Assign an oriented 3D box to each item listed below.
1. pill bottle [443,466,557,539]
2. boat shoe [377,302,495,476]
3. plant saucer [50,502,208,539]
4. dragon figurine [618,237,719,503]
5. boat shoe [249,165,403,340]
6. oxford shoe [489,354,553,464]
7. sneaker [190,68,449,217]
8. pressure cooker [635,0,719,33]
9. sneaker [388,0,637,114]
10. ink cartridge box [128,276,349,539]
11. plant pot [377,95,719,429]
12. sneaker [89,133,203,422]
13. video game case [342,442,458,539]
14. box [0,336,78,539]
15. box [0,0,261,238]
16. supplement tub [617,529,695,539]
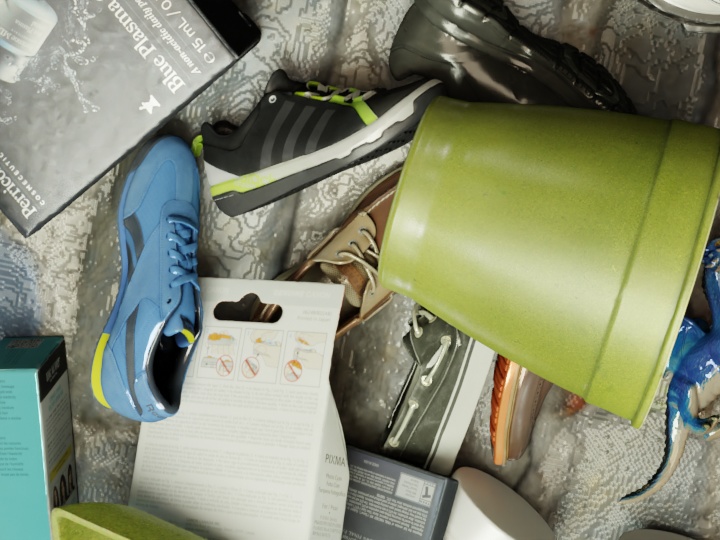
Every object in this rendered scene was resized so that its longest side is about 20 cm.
[{"bbox_3d":[0.051,0.252,1.303,0.113,0.114,0.201,35,104,-5],"label":"pill bottle"},{"bbox_3d":[0.063,0.053,1.272,0.063,0.071,0.202,17,107,-2],"label":"boat shoe"},{"bbox_3d":[-0.112,0.247,1.223,0.198,0.048,0.201,20,135,18],"label":"plant saucer"},{"bbox_3d":[0.232,0.067,1.260,0.099,0.059,0.201,45,111,28],"label":"dragon figurine"},{"bbox_3d":[0.000,0.000,1.261,0.076,0.072,0.200,44,103,-7],"label":"boat shoe"},{"bbox_3d":[0.141,0.050,1.267,0.072,0.071,0.202,15,105,-4],"label":"oxford shoe"},{"bbox_3d":[-0.036,-0.104,1.224,0.199,0.072,0.084,-22,90,25],"label":"sneaker"},{"bbox_3d":[0.219,-0.243,1.116,0.177,0.200,0.177,19,105,-2],"label":"pressure cooker"},{"bbox_3d":[0.109,-0.123,1.230,0.199,0.076,0.091,35,114,2],"label":"sneaker"},{"bbox_3d":[-0.080,0.109,1.246,0.159,0.047,0.202,2,78,33],"label":"ink cartridge box"},{"bbox_3d":[0.118,-0.024,1.142,0.191,0.200,0.202,18,105,6],"label":"plant pot"},{"bbox_3d":[-0.132,0.006,1.235,0.078,0.066,0.202,4,82,44],"label":"sneaker"},{"bbox_3d":[-0.013,0.230,1.275,0.142,0.019,0.202,13,87,43],"label":"video game case"},{"bbox_3d":[-0.244,0.157,1.315,0.049,0.082,0.202,-1,104,5],"label":"box"},{"bbox_3d":[-0.207,-0.166,1.211,0.200,0.118,0.197,-38,99,14],"label":"box"},{"bbox_3d":[0.211,0.306,1.289,0.143,0.145,0.202,17,106,-1],"label":"supplement tub"}]
